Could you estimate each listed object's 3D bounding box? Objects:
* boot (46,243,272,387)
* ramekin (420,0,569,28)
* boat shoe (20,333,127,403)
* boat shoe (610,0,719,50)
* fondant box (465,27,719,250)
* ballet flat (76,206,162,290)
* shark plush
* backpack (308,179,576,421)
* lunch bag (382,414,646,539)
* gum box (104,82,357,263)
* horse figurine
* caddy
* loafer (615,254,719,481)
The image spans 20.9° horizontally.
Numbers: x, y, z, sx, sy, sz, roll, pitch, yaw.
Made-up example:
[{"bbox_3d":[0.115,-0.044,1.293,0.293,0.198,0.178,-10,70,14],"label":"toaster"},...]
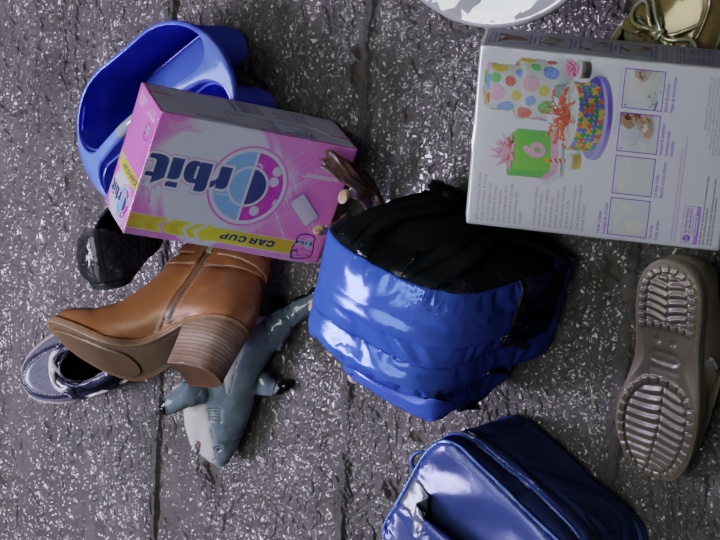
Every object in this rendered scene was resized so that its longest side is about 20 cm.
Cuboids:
[{"bbox_3d":[-0.178,0.018,1.775,0.198,0.077,0.156,5,59,31],"label":"boot"},{"bbox_3d":[0.115,-0.297,1.533,0.200,0.094,0.205,7,107,23],"label":"ramekin"},{"bbox_3d":[-0.280,0.089,1.890,0.199,0.092,0.075,-20,85,35],"label":"boat shoe"},{"bbox_3d":[0.215,-0.154,1.521,0.073,0.063,0.201,49,121,19],"label":"boat shoe"},{"bbox_3d":[0.185,-0.101,1.491,0.198,0.058,0.146,6,113,6],"label":"fondant box"},{"bbox_3d":[-0.217,-0.036,1.780,0.066,0.200,0.057,-5,108,2],"label":"ballet flat"},{"bbox_3d":[-0.097,0.088,1.802,0.083,0.091,0.200,42,99,1],"label":"shark plush"},{"bbox_3d":[0.058,0.034,1.577,0.162,0.199,0.169,23,109,29],"label":"backpack"},{"bbox_3d":[0.116,0.216,1.606,0.200,0.132,0.137,39,117,23],"label":"lunch bag"},{"bbox_3d":[-0.107,-0.082,1.686,0.066,0.198,0.114,53,128,54],"label":"gum box"},{"bbox_3d":[0.000,0.000,1.675,0.049,0.132,0.202,0,86,28],"label":"horse figurine"},{"bbox_3d":[-0.174,-0.140,1.771,0.199,0.105,0.142,-34,76,34],"label":"caddy"},{"bbox_3d":[0.252,0.075,1.531,0.075,0.068,0.202,25,127,31],"label":"loafer"}]
